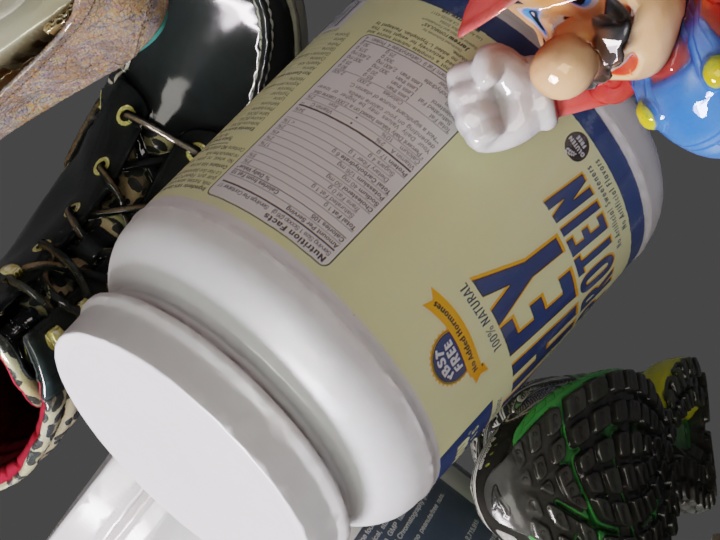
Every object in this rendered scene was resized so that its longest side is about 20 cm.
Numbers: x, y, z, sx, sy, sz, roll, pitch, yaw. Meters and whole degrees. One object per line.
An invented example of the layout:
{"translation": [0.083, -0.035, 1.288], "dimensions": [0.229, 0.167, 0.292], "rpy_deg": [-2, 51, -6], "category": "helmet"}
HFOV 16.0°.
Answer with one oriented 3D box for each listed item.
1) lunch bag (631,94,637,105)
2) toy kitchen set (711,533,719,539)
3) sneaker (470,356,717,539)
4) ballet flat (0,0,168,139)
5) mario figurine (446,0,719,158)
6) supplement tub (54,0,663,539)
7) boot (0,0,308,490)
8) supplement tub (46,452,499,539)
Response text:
{"translation": [0.162, -0.127, 0.940], "dimensions": [0.199, 0.076, 0.161], "rpy_deg": [0, 113, 13], "category": "lunch bag"}
{"translation": [0.212, 0.184, 0.999], "dimensions": [0.180, 0.163, 0.201], "rpy_deg": [15, 114, 7], "category": "toy kitchen set"}
{"translation": [0.078, 0.079, 0.973], "dimensions": [0.085, 0.200, 0.078], "rpy_deg": [-9, 88, 19], "category": "sneaker"}
{"translation": [-0.164, -0.068, 0.951], "dimensions": [0.200, 0.067, 0.068], "rpy_deg": [-36, 65, 11], "category": "ballet flat"}
{"translation": [0.102, -0.058, 0.837], "dimensions": [0.200, 0.106, 0.124], "rpy_deg": [34, 108, -17], "category": "mario figurine"}
{"translation": [0.000, 0.000, 0.935], "dimensions": [0.145, 0.200, 0.145], "rpy_deg": [36, 156, 18], "category": "supplement tub"}
{"translation": [-0.094, -0.019, 0.985], "dimensions": [0.073, 0.154, 0.204], "rpy_deg": [30, 126, 5], "category": "boot"}
{"translation": [-0.014, 0.125, 1.043], "dimensions": [0.200, 0.140, 0.140], "rpy_deg": [38, 115, -3], "category": "supplement tub"}
